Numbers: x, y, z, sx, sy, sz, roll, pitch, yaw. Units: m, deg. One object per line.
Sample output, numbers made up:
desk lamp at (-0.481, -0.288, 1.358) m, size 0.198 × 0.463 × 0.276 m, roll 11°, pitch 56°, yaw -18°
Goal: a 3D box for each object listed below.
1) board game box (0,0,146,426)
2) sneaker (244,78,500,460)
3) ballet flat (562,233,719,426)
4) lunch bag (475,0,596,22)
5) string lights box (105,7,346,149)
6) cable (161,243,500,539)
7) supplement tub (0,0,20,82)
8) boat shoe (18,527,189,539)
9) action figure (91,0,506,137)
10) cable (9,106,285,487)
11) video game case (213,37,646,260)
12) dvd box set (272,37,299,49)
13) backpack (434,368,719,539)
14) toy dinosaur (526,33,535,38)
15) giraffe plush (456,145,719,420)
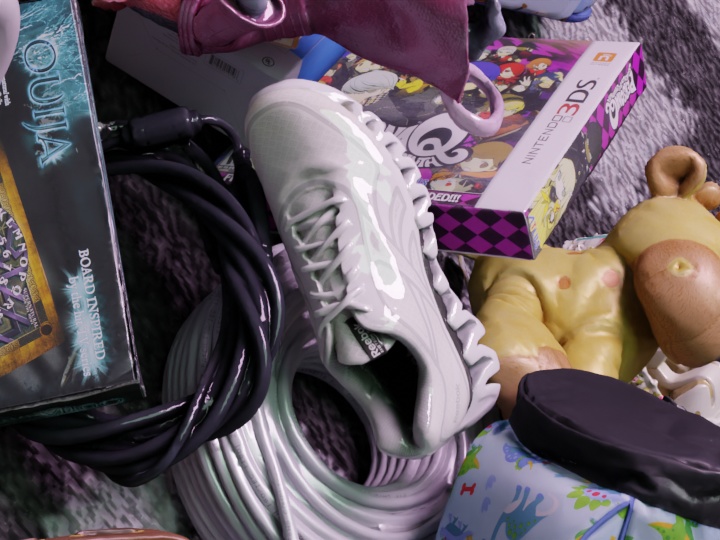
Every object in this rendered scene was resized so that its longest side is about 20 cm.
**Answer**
board game box at (-0.181, -0.025, 0.754) m, size 0.135 × 0.028 × 0.201 m, roll -10°, pitch 71°, yaw -6°
sneaker at (0.000, 0.000, 0.794) m, size 0.200 × 0.075 × 0.081 m, roll 61°, pitch 32°, yaw -7°
ballet flat at (0.196, 0.061, 1.057) m, size 0.200 × 0.064 × 0.076 m, roll 54°, pitch 44°, yaw -4°
lunch bag at (0.084, -0.248, 1.107) m, size 0.200 × 0.076 × 0.161 m, roll 7°, pitch 42°, yaw -40°
string lights box at (-0.048, -0.166, 0.950) m, size 0.103 × 0.059 × 0.200 m, roll 33°, pitch 46°, yaw 6°
cable at (-0.010, 0.083, 0.864) m, size 0.200 × 0.069 × 0.200 m, roll -16°, pitch 77°, yaw -45°
supplement tub at (-0.260, -0.131, 0.690) m, size 0.200 × 0.145 × 0.145 m, roll 43°, pitch 44°, yaw 8°
boat shoe at (-0.156, 0.149, 0.703) m, size 0.200 × 0.068 × 0.072 m, roll -11°, pitch 75°, yaw -43°
action figure at (-0.035, -0.143, 0.817) m, size 0.134 × 0.199 × 0.149 m, roll -100°, pitch 180°, yaw -55°
cable at (-0.120, 0.008, 0.782) m, size 0.163 × 0.051 × 0.201 m, roll -1°, pitch 61°, yaw -10°
video game case at (0.037, -0.076, 0.912) m, size 0.181 × 0.199 × 0.036 m, roll -51°, pitch 138°, yaw -44°
dvd box set at (-0.118, -0.203, 0.891) m, size 0.199 × 0.029 × 0.147 m, roll 15°, pitch 49°, yaw -7°
backpack at (0.097, 0.163, 0.779) m, size 0.153 × 0.163 × 0.201 m, roll 1°, pitch 104°, yaw -24°
toy dinosaur at (0.104, -0.101, 1.080) m, size 0.200 × 0.047 × 0.088 m, roll -48°, pitch 116°, yaw -45°
giraffe plush at (0.152, 0.026, 0.935) m, size 0.173 × 0.162 × 0.200 m, roll 56°, pitch 13°, yaw -51°
